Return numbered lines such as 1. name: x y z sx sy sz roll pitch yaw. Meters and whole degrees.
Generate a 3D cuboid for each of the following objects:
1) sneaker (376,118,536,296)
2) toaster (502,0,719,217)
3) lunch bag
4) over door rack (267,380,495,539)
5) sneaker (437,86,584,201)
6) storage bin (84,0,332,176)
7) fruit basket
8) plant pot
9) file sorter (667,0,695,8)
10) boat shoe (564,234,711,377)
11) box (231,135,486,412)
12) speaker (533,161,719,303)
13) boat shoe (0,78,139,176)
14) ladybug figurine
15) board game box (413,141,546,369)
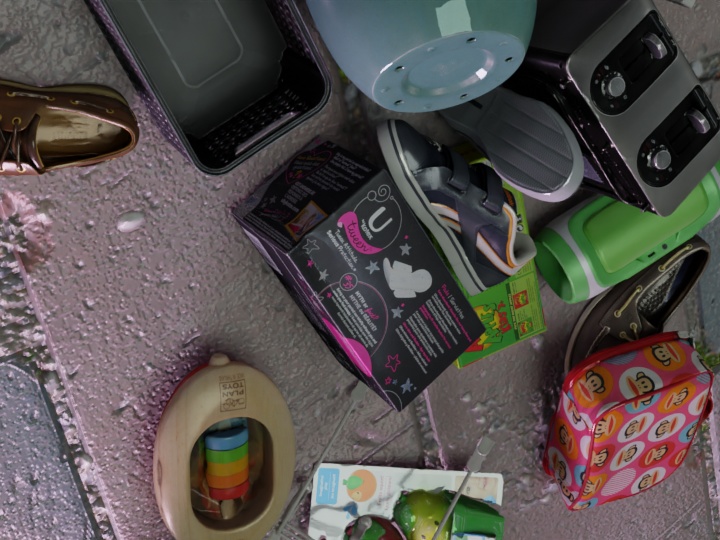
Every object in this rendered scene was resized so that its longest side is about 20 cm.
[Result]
1. sneaker: 0.087 -0.067 1.214 0.079 0.079 0.200 -25 130 15
2. toaster: 0.216 -0.158 1.247 0.118 0.200 0.181 -41 114 -8
3. lunch bag: 0.285 0.154 1.426 0.174 0.082 0.201 -16 141 -18
4. over door rack: 0.019 0.215 1.322 0.147 0.067 0.201 30 79 5
5. sneaker: 0.141 -0.117 1.213 0.071 0.200 0.073 28 105 -41
6. storage bin: -0.127 -0.195 1.112 0.135 0.094 0.201 -34 122 -10
7. fruit basket: 0.043 0.289 1.381 0.198 0.094 0.188 5 93 -19
8. plant pot: 0.050 -0.223 1.089 0.198 0.201 0.163 -8 70 -23
9. file sorter: 0.245 -0.355 1.194 0.124 0.139 0.202 16 103 -34
10. boat shoe: 0.285 0.044 1.427 0.072 0.059 0.201 35 93 -33
11. box: 0.000 0.000 1.229 0.114 0.132 0.201 -40 122 -10
12. speaker: 0.269 -0.050 1.368 0.199 0.088 0.089 -31 121 -11
13. boat shoe: -0.270 -0.110 1.091 0.198 0.068 0.073 -6 113 -24
14. ladybug figurine: -0.129 0.165 1.268 0.134 0.072 0.202 -6 113 -25
15. board game box: 0.109 -0.018 1.325 0.101 0.048 0.202 -22 118 -16
